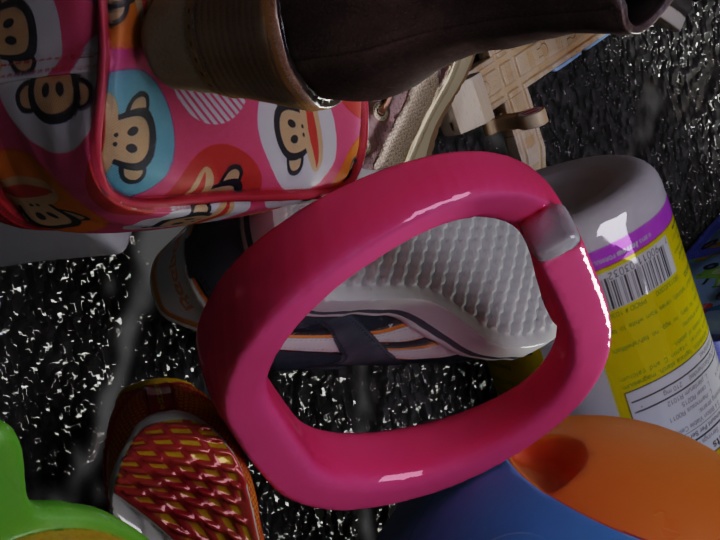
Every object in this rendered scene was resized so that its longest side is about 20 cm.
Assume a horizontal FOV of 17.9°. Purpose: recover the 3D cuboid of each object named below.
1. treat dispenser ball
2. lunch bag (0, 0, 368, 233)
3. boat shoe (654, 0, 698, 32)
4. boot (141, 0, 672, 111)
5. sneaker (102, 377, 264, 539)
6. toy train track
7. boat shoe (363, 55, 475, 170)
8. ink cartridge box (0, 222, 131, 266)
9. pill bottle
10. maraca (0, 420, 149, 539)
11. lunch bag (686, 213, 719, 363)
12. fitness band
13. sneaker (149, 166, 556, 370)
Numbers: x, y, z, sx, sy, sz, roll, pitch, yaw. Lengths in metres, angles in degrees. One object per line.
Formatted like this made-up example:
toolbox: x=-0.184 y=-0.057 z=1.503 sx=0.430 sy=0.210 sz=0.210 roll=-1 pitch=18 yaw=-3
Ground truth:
treat dispenser ball: x=0.094 y=0.160 z=0.948 sx=0.201 sy=0.200 sz=0.202 roll=9 pitch=79 yaw=-50
lunch bag: x=-0.060 y=-0.115 z=0.752 sx=0.176 sy=0.082 sz=0.201 roll=-6 pitch=90 yaw=-53
boat shoe: x=0.090 y=-0.177 z=1.071 sx=0.200 sy=0.067 sz=0.057 roll=25 pitch=89 yaw=-36
boot: x=0.042 y=-0.113 z=0.689 sx=0.200 sy=0.166 sz=0.073 roll=-56 pitch=131 yaw=-45
sneaker: x=-0.056 y=0.135 z=0.869 sx=0.077 sy=0.073 sz=0.201 roll=-111 pitch=-162 yaw=-71
toy train track: x=0.102 y=-0.113 z=1.126 sx=0.200 sy=0.032 sz=0.115 roll=-36 pitch=113 yaw=-48
boat shoe: x=-0.003 y=-0.088 z=0.965 sx=0.072 sy=0.072 sz=0.201 roll=29 pitch=71 yaw=-44
ink cartridge box: x=-0.149 y=-0.109 z=0.771 sx=0.200 sy=0.084 sz=0.145 roll=39 pitch=57 yaw=-43
pill bottle: x=0.117 y=0.055 z=1.068 sx=0.104 sy=0.104 sz=0.201 roll=-38 pitch=115 yaw=-46
maraca: x=-0.120 y=0.133 z=0.750 sx=0.137 sy=0.107 sz=0.200 roll=-51 pitch=135 yaw=-19
lunch bag: x=0.224 y=0.020 z=1.169 sx=0.200 sy=0.150 sz=0.094 roll=-26 pitch=105 yaw=-50
fitness band: x=0.019 y=0.029 z=0.828 sx=0.038 sy=0.143 sz=0.200 roll=63 pitch=1 yaw=29
sneaker: x=0.000 y=0.000 z=0.899 sx=0.200 sy=0.079 sz=0.079 roll=13 pitch=62 yaw=-51
